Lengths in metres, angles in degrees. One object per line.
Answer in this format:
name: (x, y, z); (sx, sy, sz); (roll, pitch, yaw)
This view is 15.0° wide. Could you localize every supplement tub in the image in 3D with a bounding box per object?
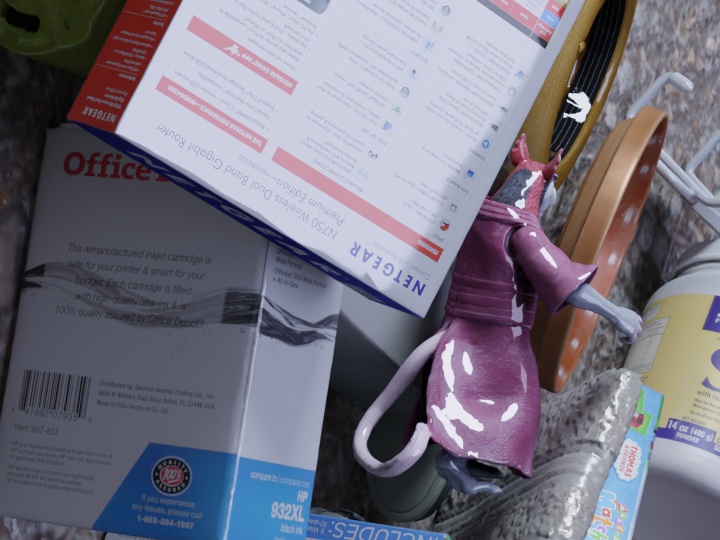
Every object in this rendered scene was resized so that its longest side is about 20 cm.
supplement tub: (0.254, 0.093, 1.944); (0.145, 0.145, 0.200); (57, 48, -46)

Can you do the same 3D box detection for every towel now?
towel: (0.087, 0.136, 1.589); (0.034, 0.200, 0.133); (33, 58, -13)

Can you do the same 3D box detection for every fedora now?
fedora: (0.107, -0.133, 1.691); (0.201, 0.082, 0.201); (21, 90, -77)

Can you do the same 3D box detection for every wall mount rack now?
wall mount rack: (0.276, -0.055, 1.944); (0.075, 0.174, 0.200); (-46, 146, 7)

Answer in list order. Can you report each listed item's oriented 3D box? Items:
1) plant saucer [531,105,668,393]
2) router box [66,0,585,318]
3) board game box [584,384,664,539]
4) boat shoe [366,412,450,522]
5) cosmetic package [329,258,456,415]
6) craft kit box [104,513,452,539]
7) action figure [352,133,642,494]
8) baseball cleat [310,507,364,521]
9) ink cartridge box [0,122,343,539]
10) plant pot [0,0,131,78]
plant saucer: (0.153, -0.016, 1.808); (0.200, 0.032, 0.200); (21, 90, -81)
router box: (-0.012, -0.101, 1.272); (0.200, 0.049, 0.180); (32, 83, -34)
board game box: (0.116, 0.180, 1.595); (0.151, 0.037, 0.200); (120, -7, -46)
boat shoe: (0.055, 0.065, 1.684); (0.062, 0.073, 0.200); (35, 60, -51)
cosmetic package: (0.000, 0.000, 1.571); (0.200, 0.090, 0.107); (45, 60, -55)
craft kit box: (-0.065, 0.216, 1.385); (0.049, 0.200, 0.198); (56, 49, -48)
action figure: (0.067, 0.020, 1.538); (0.149, 0.134, 0.200); (8, 93, -30)
baseball cleat: (-0.038, 0.229, 1.521); (0.070, 0.106, 0.200); (19, 73, -44)
ink cartridge box: (-0.093, 0.034, 1.364); (0.084, 0.145, 0.200); (18, 79, -58)
plant pot: (-0.085, -0.155, 1.336); (0.190, 0.200, 0.200); (4, 91, -48)
